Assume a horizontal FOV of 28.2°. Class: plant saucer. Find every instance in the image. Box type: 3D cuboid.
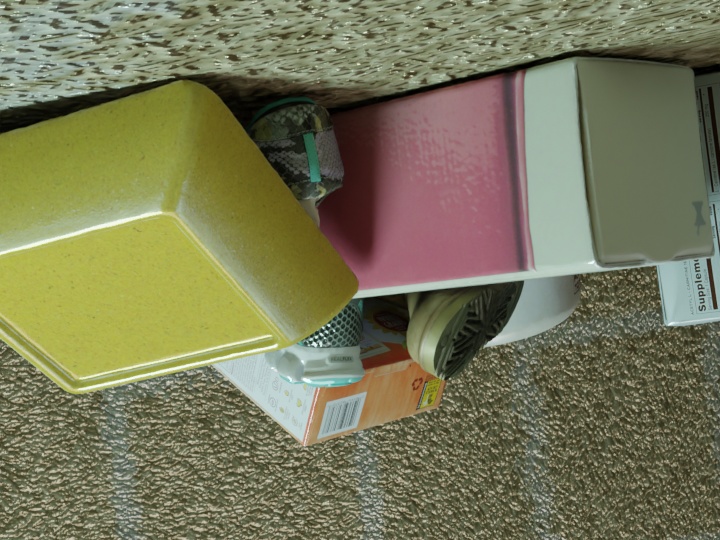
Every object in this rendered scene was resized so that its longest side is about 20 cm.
[{"bbox_3d":[-0.125,0.002,0.742,0.198,0.049,0.200,-13,146,19],"label":"plant saucer"}]

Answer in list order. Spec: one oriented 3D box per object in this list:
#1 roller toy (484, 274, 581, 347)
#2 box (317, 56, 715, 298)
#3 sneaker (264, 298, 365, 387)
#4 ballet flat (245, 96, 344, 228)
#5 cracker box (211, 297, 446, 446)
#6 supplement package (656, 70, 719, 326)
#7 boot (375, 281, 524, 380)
[{"bbox_3d":[0.098,-0.011,1.232,0.181,0.141,0.200,-17,-164,-25],"label":"roller toy"},{"bbox_3d":[0.081,-0.048,0.817,0.199,0.110,0.127,-8,178,42],"label":"box"},{"bbox_3d":[-0.051,-0.004,0.941,0.077,0.092,0.200,-3,-155,-36],"label":"sneaker"},{"bbox_3d":[-0.058,-0.024,0.817,0.071,0.073,0.200,-6,161,-21],"label":"ballet flat"},{"bbox_3d":[-0.047,0.039,1.038,0.133,0.058,0.200,-10,-144,-42],"label":"cracker box"},{"bbox_3d":[0.294,-0.053,0.889,0.198,0.149,0.191,-8,179,24],"label":"supplement package"},{"bbox_3d":[0.000,0.000,1.008,0.199,0.067,0.175,25,-167,17],"label":"boot"}]
